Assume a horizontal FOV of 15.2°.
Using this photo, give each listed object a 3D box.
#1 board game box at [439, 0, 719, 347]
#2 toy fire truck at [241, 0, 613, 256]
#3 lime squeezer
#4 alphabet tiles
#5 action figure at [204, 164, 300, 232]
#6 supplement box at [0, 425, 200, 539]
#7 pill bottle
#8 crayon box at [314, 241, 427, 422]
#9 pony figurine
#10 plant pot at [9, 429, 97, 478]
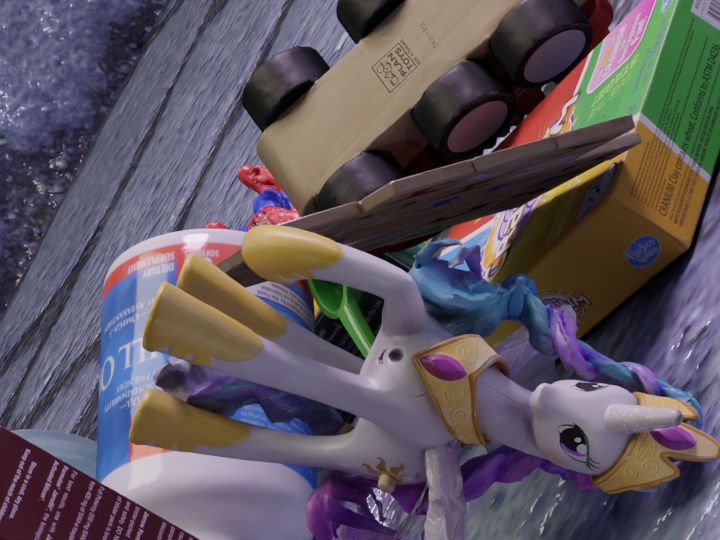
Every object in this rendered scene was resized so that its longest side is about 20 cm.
[{"bbox_3d":[0.093,-0.029,1.189,0.200,0.040,0.153,-45,17,50],"label":"board game box"},{"bbox_3d":[0.051,-0.094,1.367,0.176,0.129,0.200,-43,-27,13],"label":"toy fire truck"},{"bbox_3d":[0.000,0.000,1.375,0.038,0.070,0.200,-51,22,35],"label":"lime squeezer"},{"bbox_3d":[0.025,-0.025,1.058,0.167,0.008,0.200,-16,-4,-20],"label":"alphabet tiles"},{"bbox_3d":[-0.058,-0.025,1.566,0.066,0.052,0.200,-55,14,0],"label":"action figure"},{"bbox_3d":[-0.109,0.158,1.166,0.109,0.200,0.061,-50,15,39],"label":"supplement box"},{"bbox_3d":[-0.077,0.089,1.353,0.112,0.112,0.201,-46,37,48],"label":"pill bottle"},{"bbox_3d":[-0.017,0.017,1.522,0.126,0.051,0.200,-56,11,12],"label":"crayon box"},{"bbox_3d":[0.019,0.060,0.988,0.193,0.199,0.167,108,180,-66],"label":"pony figurine"},{"bbox_3d":[-0.177,0.204,1.440,0.201,0.200,0.134,-56,38,15],"label":"plant pot"}]
